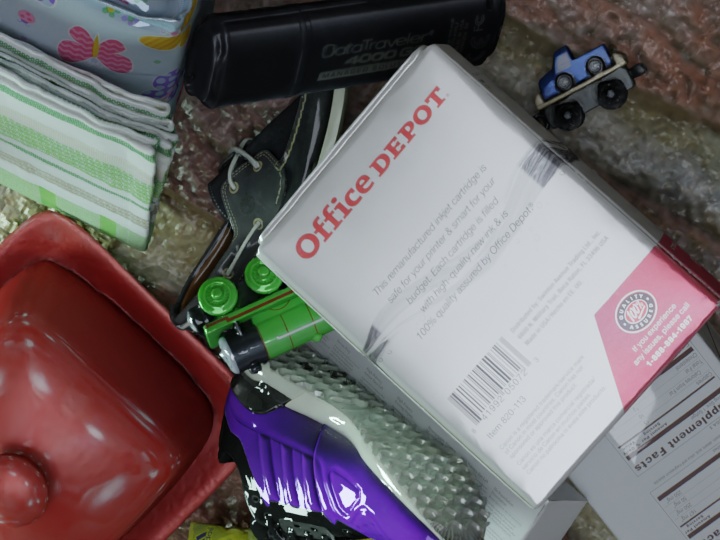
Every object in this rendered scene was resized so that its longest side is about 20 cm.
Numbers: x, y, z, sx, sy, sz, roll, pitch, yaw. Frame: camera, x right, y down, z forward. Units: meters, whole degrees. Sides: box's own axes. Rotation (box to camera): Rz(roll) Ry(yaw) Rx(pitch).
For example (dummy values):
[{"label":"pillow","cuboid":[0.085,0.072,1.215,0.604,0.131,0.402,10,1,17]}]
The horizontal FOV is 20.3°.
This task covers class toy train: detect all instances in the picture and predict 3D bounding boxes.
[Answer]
[{"label":"toy train","cuboid":[0.071,-0.081,1.164,0.199,0.034,0.046,-26,91,12]},{"label":"toy train","cuboid":[0.000,0.000,1.122,0.199,0.042,0.057,-25,72,-6]}]

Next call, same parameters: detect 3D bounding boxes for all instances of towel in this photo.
[{"label":"towel","cuboid":[-0.174,-0.076,1.114,0.148,0.200,0.031,27,73,-2]}]

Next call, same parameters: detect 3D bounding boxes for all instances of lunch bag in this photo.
[{"label":"lunch bag","cuboid":[-0.176,-0.173,1.079,0.199,0.170,0.128,20,66,-2]}]

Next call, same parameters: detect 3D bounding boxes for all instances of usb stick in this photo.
[{"label":"usb stick","cuboid":[-0.005,-0.125,1.095,0.199,0.033,0.056,-12,133,-33]}]

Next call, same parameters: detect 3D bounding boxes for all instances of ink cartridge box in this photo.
[{"label":"ink cartridge box","cuboid":[0.069,-0.001,1.045,0.200,0.083,0.147,42,101,5]}]

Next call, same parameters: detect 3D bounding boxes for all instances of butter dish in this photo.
[{"label":"butter dish","cuboid":[-0.189,0.105,1.178,0.199,0.148,0.200,44,105,-7]}]

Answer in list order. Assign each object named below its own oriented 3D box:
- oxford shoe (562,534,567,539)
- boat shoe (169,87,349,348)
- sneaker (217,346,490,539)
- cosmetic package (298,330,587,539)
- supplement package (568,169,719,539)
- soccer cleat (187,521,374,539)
[{"label":"oxford shoe","cuboid":[0.062,0.236,1.228,0.070,0.074,0.201,23,107,-4]},{"label":"boat shoe","cuboid":[-0.054,-0.047,1.162,0.067,0.072,0.201,20,108,-5]},{"label":"sneaker","cuboid":[-0.012,0.124,1.113,0.200,0.069,0.100,37,109,41]},{"label":"cosmetic package","cuboid":[0.032,0.101,1.154,0.200,0.050,0.083,43,111,31]},{"label":"supplement package","cuboid":[0.153,0.062,1.152,0.109,0.114,0.200,-37,99,12]},{"label":"soccer cleat","cuboid":[-0.065,0.179,1.203,0.200,0.065,0.084,-32,98,35]}]
